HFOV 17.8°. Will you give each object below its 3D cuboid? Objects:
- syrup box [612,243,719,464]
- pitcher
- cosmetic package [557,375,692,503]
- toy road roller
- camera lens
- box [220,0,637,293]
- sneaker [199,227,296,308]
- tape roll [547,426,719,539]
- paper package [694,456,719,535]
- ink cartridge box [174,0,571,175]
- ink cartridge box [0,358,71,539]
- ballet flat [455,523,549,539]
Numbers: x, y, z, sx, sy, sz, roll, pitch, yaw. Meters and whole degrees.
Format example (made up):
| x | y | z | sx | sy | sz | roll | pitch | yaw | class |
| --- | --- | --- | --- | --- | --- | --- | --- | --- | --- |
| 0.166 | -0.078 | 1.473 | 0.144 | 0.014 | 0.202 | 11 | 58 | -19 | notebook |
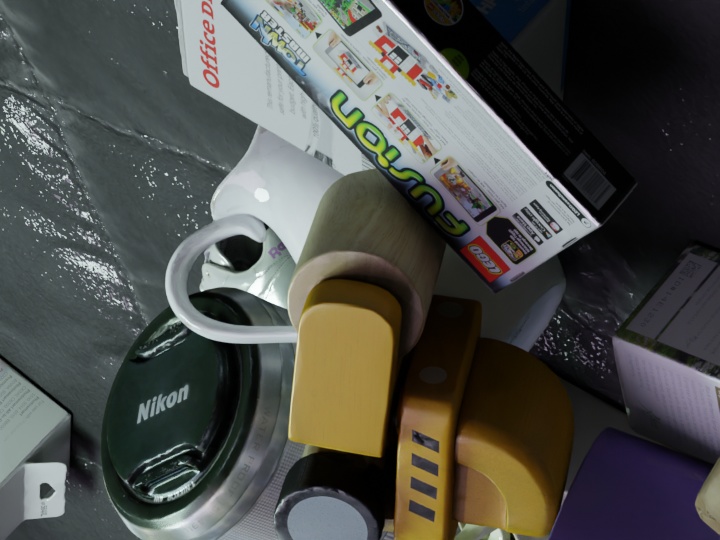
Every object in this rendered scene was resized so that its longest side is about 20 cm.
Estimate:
| x | y | z | sx | sy | sz | roll | pitch | yaw | class |
| --- | --- | --- | --- | --- | --- | --- | --- | --- | --- |
| 0.234 | 0.066 | 1.168 | 0.199 | 0.079 | 0.082 | 23 | 147 | 35 | syrup box |
| 0.000 | 0.000 | 1.301 | 0.200 | 0.172 | 0.121 | 37 | -174 | 15 | pitcher |
| 0.168 | 0.152 | 1.393 | 0.199 | 0.073 | 0.104 | 30 | 151 | 25 | cosmetic package |
| 0.039 | 0.058 | 1.177 | 0.145 | 0.123 | 0.201 | 8 | 125 | 7 | toy road roller |
| -0.048 | 0.110 | 1.416 | 0.199 | 0.161 | 0.159 | 24 | 169 | -39 | camera lens |
| 0.030 | -0.086 | 1.094 | 0.200 | 0.035 | 0.110 | 47 | 150 | -5 | box |
| -0.074 | 0.017 | 1.547 | 0.100 | 0.075 | 0.200 | 54 | 144 | -7 | sneaker |
| 0.138 | 0.191 | 1.224 | 0.084 | 0.201 | 0.201 | 20 | 148 | 13 | tape roll |
| 0.274 | 0.077 | 0.993 | 0.190 | 0.200 | 0.104 | 40 | 154 | 4 | paper package |
| 0.004 | -0.122 | 1.202 | 0.199 | 0.086 | 0.147 | 33 | 151 | 22 | ink cartridge box |
| -0.356 | 0.154 | 2.064 | 0.200 | 0.125 | 0.129 | 37 | 153 | 14 | ink cartridge box |
| 0.076 | 0.154 | 1.370 | 0.069 | 0.069 | 0.201 | 17 | 143 | 41 | ballet flat |
